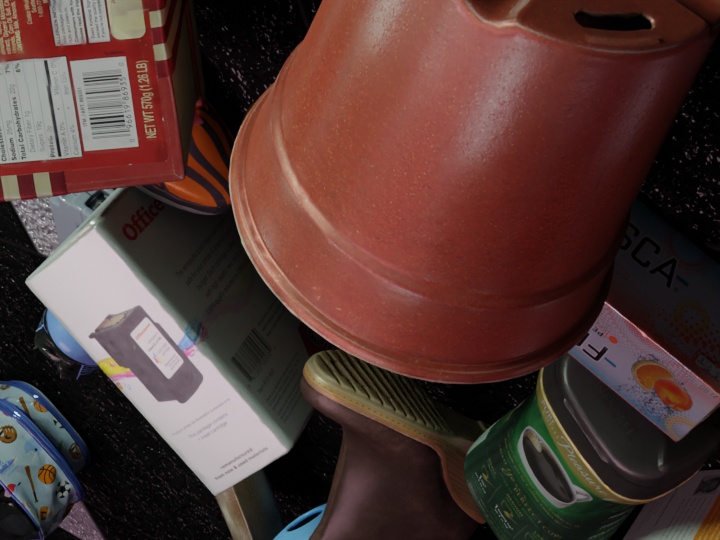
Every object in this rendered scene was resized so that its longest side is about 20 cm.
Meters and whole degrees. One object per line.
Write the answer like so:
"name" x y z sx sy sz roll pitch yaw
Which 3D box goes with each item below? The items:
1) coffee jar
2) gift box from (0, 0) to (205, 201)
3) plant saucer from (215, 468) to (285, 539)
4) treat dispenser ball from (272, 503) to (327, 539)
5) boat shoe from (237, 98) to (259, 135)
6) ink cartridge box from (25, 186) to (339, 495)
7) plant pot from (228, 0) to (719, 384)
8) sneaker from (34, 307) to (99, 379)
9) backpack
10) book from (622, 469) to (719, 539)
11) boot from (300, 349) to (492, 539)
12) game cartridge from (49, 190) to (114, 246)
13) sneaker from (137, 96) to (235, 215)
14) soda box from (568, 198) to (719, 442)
"coffee jar" 0.136 0.105 0.894 0.105 0.085 0.200 56 155 15
"gift box" -0.160 -0.140 0.801 0.198 0.187 0.186 -2 115 -4
"plant saucer" -0.106 0.183 1.299 0.200 0.036 0.202 159 90 -78
"treat dispenser ball" 0.004 0.283 1.181 0.200 0.201 0.202 31 149 21
"boat shoe" 0.002 -0.024 0.864 0.201 0.063 0.074 50 126 29
"ink cartridge box" -0.114 0.029 1.039 0.083 0.146 0.200 -33 103 31
"plant pot" 0.058 -0.086 0.658 0.200 0.201 0.196 38 143 9
"sneaker" -0.207 0.050 1.106 0.070 0.078 0.200 50 -175 -1
"backpack" -0.386 0.216 1.645 0.200 0.154 0.190 47 160 -19
"book" 0.215 0.170 0.837 0.048 0.134 0.199 51 151 -16
"boot" 0.001 0.153 1.008 0.199 0.167 0.073 29 -162 -34
"game cartridge" -0.166 0.010 1.213 0.199 0.041 0.134 33 146 19
"sneaker" -0.137 -0.126 0.950 0.200 0.078 0.112 47 152 -5
"soda box" 0.119 -0.005 0.794 0.200 0.068 0.064 40 151 8
